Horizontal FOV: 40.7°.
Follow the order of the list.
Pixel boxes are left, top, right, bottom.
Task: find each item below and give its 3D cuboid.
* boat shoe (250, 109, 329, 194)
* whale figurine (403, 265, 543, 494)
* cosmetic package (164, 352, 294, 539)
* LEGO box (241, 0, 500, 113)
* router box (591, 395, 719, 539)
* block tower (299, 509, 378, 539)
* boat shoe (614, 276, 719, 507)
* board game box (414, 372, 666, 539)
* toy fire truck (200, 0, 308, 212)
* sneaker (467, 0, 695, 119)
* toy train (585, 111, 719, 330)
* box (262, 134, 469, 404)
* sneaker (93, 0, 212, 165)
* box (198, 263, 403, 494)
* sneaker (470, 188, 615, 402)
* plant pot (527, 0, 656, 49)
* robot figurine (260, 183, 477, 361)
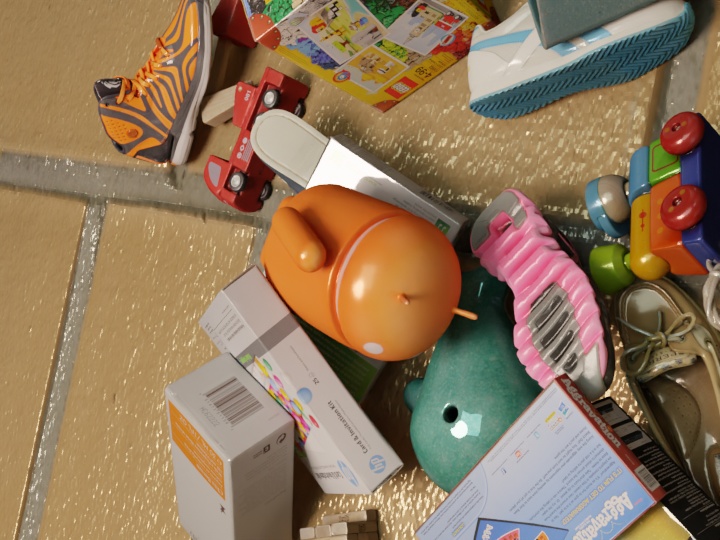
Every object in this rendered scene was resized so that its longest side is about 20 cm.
[{"bbox_3d":[-0.022,-0.077,0.931,0.198,0.062,0.076,34,90,13],"label":"boat shoe"},{"bbox_3d":[0.094,0.087,0.798,0.157,0.103,0.204,-15,70,32],"label":"whale figurine"},{"bbox_3d":[-0.117,0.186,0.882,0.101,0.071,0.203,38,142,33],"label":"cosmetic package"},{"bbox_3d":[0.011,-0.237,0.858,0.148,0.199,0.078,-31,65,26],"label":"LEGO box"},{"bbox_3d":[0.175,0.221,0.710,0.157,0.052,0.202,47,128,32],"label":"router box"},{"bbox_3d":[-0.011,0.319,0.858,0.053,0.057,0.204,-15,72,31],"label":"block tower"},{"bbox_3d":[0.241,0.090,0.719,0.073,0.062,0.203,-33,64,25],"label":"boat shoe"},{"bbox_3d":[0.121,0.176,0.701,0.103,0.019,0.201,52,130,23],"label":"board game box"},{"bbox_3d":[-0.129,-0.178,1.038,0.140,0.048,0.203,28,99,36],"label":"toy fire truck"},{"bbox_3d":[0.176,-0.194,0.812,0.197,0.076,0.082,-13,72,31],"label":"sneaker"},{"bbox_3d":[0.218,-0.010,0.712,0.115,0.084,0.203,-25,41,42],"label":"toy train"},{"bbox_3d":[-0.010,0.001,0.884,0.143,0.036,0.202,34,109,12],"label":"box"},{"bbox_3d":[-0.224,-0.205,1.032,0.078,0.110,0.203,-119,40,-53],"label":"sneaker"},{"bbox_3d":[-0.058,0.101,0.837,0.041,0.156,0.201,-38,91,-20],"label":"box"},{"bbox_3d":[0.158,0.023,0.757,0.079,0.095,0.202,-42,41,25],"label":"sneaker"},{"bbox_3d":[0.202,-0.327,0.732,0.196,0.198,0.198,-14,50,9],"label":"plant pot"},{"bbox_3d":[-0.001,0.000,0.771,0.116,0.146,0.199,-38,38,-23],"label":"robot figurine"}]
